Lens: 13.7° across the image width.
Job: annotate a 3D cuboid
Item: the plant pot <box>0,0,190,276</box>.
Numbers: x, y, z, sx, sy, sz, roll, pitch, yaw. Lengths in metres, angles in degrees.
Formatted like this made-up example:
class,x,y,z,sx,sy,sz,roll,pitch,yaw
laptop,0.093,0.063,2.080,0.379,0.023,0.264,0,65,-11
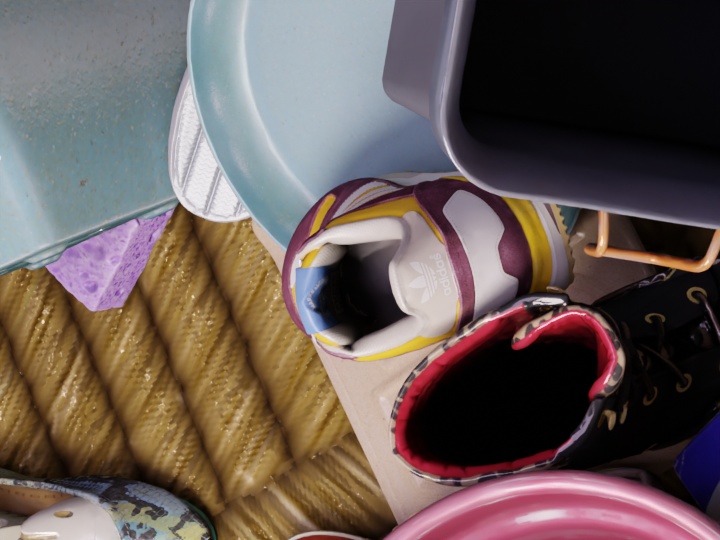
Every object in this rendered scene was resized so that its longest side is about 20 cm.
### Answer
class,x,y,z,sx,sy,sz,roll,pitch,yaw
plant pot,-0.182,-0.096,1.378,0.196,0.196,0.200,-21,92,39

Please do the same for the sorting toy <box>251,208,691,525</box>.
class,x,y,z,sx,sy,sz,roll,pitch,yaw
sorting toy,0.057,0.019,1.328,0.185,0.036,0.200,-36,78,37

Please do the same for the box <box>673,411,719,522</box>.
class,x,y,z,sx,sy,sz,roll,pitch,yaw
box,0.250,0.091,1.126,0.184,0.105,0.200,-49,65,33

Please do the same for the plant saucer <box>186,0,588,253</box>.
class,x,y,z,sx,sy,sz,roll,pitch,yaw
plant saucer,0.015,-0.078,1.275,0.200,0.027,0.201,15,122,26

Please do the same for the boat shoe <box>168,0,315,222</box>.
class,x,y,z,sx,sy,sz,roll,pitch,yaw
boat shoe,-0.025,-0.116,1.353,0.073,0.067,0.200,27,106,-4

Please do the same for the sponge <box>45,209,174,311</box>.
class,x,y,z,sx,sy,sz,roll,pitch,yaw
sponge,-0.117,-0.091,1.457,0.112,0.030,0.200,45,121,25

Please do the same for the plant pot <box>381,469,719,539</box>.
class,x,y,z,sx,sy,sz,roll,pitch,yaw
plant pot,0.089,0.185,1.149,0.200,0.179,0.201,-3,79,14

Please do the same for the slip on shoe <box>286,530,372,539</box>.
class,x,y,z,sx,sy,sz,roll,pitch,yaw
slip on shoe,0.019,0.179,1.347,0.200,0.061,0.074,40,103,40

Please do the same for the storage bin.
class,x,y,z,sx,sy,sz,roll,pitch,yaw
storage bin,0.105,-0.078,1.132,0.134,0.200,0.146,-156,74,-70

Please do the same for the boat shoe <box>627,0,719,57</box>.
class,x,y,z,sx,sy,sz,roll,pitch,yaw
boat shoe,0.082,-0.167,1.245,0.062,0.075,0.200,-36,88,44

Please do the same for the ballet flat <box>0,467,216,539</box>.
class,x,y,z,sx,sy,sz,roll,pitch,yaw
ballet flat,-0.164,0.137,1.504,0.200,0.074,0.074,1,97,40

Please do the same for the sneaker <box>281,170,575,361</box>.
class,x,y,z,sx,sy,sz,roll,pitch,yaw
sneaker,0.000,0.000,1.217,0.200,0.090,0.075,-19,89,60

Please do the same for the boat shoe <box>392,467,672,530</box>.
class,x,y,z,sx,sy,sz,roll,pitch,yaw
boat shoe,0.048,0.128,1.291,0.200,0.072,0.060,-12,124,24

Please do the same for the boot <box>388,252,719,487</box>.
class,x,y,z,sx,sy,sz,roll,pitch,yaw
boot,0.109,0.034,1.178,0.200,0.151,0.073,-23,80,15
